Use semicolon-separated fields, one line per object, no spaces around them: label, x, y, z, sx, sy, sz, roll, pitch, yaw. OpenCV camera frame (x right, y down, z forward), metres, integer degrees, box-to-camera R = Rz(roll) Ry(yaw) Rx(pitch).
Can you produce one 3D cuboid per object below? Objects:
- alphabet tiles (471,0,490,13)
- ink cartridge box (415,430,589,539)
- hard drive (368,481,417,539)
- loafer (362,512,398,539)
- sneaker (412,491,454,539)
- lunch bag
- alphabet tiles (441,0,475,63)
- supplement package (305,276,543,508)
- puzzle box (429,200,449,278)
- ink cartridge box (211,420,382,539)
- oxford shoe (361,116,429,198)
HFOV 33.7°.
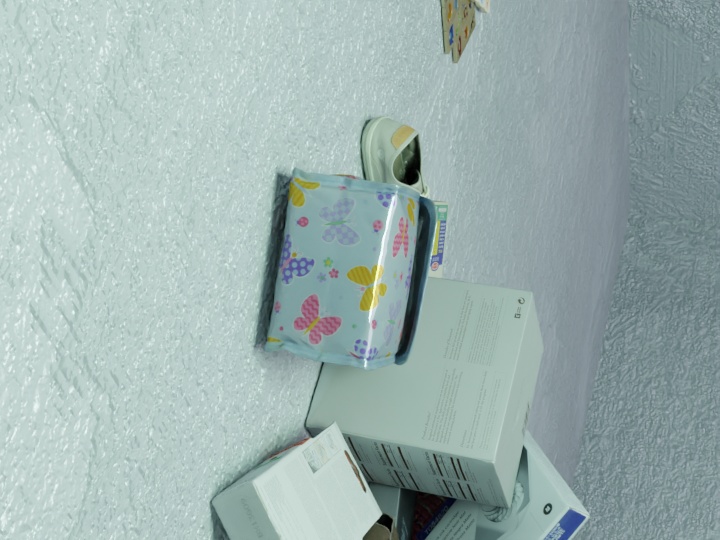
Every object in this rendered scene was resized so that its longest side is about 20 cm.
alphabet tiles;0.172;-0.456;1.610;0.200;0.014;0.198;-5;100;-74
ink cartridge box;0.137;0.276;1.304;0.200;0.040;0.200;-54;-151;11
hard drive;0.039;0.258;1.366;0.135;0.042;0.202;75;20;-57
loafer;-0.007;0.281;1.169;0.200;0.072;0.072;-5;100;-79
sneaker;0.087;0.327;1.474;0.074;0.081;0.201;-4;135;-34
lunch bag;0.000;0.000;1.115;0.200;0.126;0.171;13;87;-78
alphabet tiles;0.129;-0.380;1.537;0.168;0.007;0.201;-64;155;-45
supplement package;0.075;0.124;1.262;0.147;0.198;0.193;67;36;-58
puzzle box;0.067;-0.019;1.459;0.200;0.025;0.134;-8;104;-71
ink cartridge box;-0.051;0.217;1.083;0.110;0.050;0.200;63;20;1
oxford shoe;0.049;-0.076;1.301;0.075;0.057;0.201;-48;139;-37
